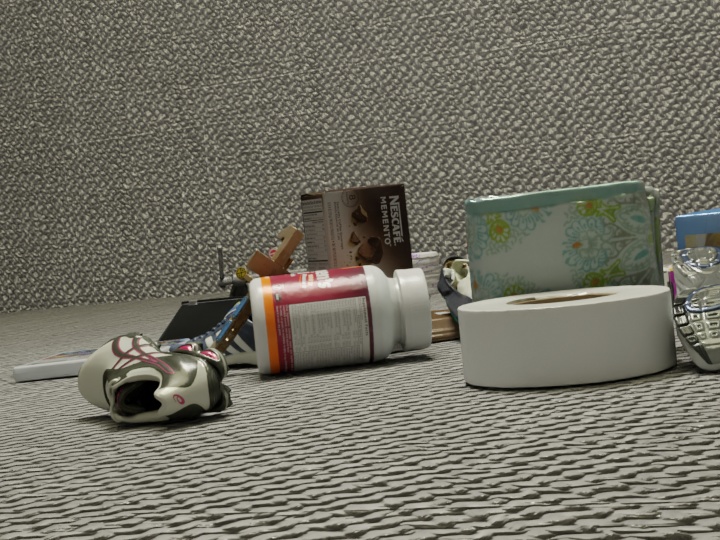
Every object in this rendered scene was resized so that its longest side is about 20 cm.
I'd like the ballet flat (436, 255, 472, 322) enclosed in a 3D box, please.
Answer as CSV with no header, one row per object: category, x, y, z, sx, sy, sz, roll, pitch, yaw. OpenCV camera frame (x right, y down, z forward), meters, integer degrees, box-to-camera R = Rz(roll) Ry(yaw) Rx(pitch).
ballet flat,0.140,0.025,1.728,0.072,0.074,0.200,-6,17,-9

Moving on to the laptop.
laptop,-0.189,0.103,2.101,0.185,0.117,0.200,-5,-27,20

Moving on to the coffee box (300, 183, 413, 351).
coffee box,0.000,0.000,1.661,0.112,0.203,0.080,-6,2,-24

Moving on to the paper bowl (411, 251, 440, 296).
paper bowl,0.026,0.032,2.076,0.198,0.106,0.201,-7,2,0

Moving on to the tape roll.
tape roll,0.191,0.059,1.266,0.200,0.072,0.202,-7,2,0

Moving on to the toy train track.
toy train track,-0.137,0.030,1.596,0.032,0.201,0.115,33,-2,28

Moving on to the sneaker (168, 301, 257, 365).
sneaker,-0.153,0.075,1.688,0.198,0.086,0.075,-6,2,24

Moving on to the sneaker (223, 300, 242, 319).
sneaker,-0.105,0.072,1.890,0.198,0.075,0.082,-11,6,23

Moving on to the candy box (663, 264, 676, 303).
candy box,0.353,0.028,1.784,0.198,0.062,0.136,-4,3,42

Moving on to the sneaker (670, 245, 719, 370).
sneaker,0.324,0.046,1.248,0.074,0.088,0.200,-4,21,14

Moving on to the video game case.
video game case,-0.349,0.123,1.871,0.197,0.023,0.182,-7,2,8

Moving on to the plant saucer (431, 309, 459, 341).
plant saucer,0.086,0.074,1.812,0.197,0.030,0.200,-6,1,0

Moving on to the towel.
towel,0.210,0.002,1.386,0.197,0.174,0.048,-5,4,6

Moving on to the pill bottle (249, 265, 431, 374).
pill bottle,-0.024,0.053,1.548,0.197,0.111,0.110,-7,2,-5

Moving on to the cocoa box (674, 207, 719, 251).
cocoa box,0.430,-0.003,1.354,0.198,0.135,0.131,-5,3,34

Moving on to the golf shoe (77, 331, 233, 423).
golf shoe,-0.211,0.103,1.267,0.198,0.078,0.088,-5,9,41

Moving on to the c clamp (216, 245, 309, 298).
c clamp,-0.132,0.026,2.150,0.197,0.172,0.027,-2,45,-13
